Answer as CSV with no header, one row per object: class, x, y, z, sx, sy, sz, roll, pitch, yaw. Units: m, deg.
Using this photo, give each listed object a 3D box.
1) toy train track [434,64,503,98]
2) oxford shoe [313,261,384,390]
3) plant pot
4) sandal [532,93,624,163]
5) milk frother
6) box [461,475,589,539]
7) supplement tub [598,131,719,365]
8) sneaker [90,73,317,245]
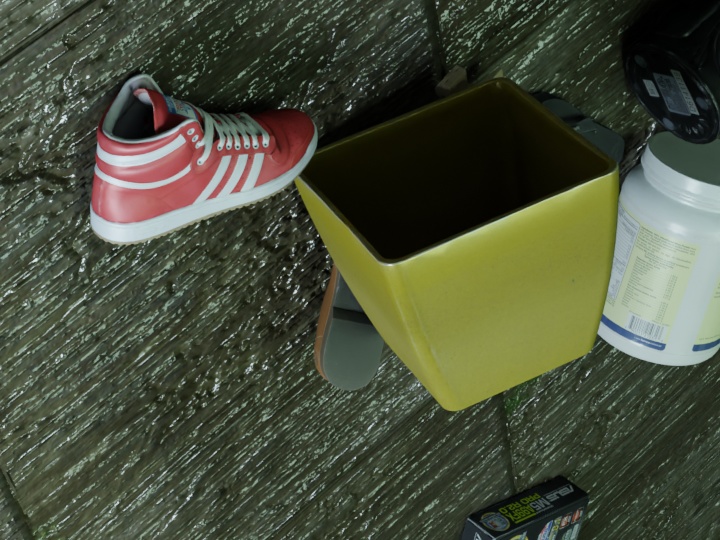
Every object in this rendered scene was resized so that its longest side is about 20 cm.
toy train track,0.081,-0.110,1.779,0.115,0.033,0.200,-48,152,-23
oxford shoe,0.000,0.000,1.752,0.071,0.071,0.200,21,88,-20
plant pot,0.086,-0.010,1.635,0.200,0.200,0.176,-22,123,-14
sandal,0.194,-0.117,1.893,0.200,0.043,0.076,5,114,-52
milk frother,0.373,-0.222,1.885,0.188,0.200,0.181,-42,140,-18
box,0.163,0.336,2.240,0.160,0.044,0.200,-17,131,-43
supplement tub,0.315,-0.023,2.030,0.145,0.145,0.200,-15,129,-44
sneaker,-0.112,-0.102,1.514,0.200,0.071,0.113,-28,141,-31
